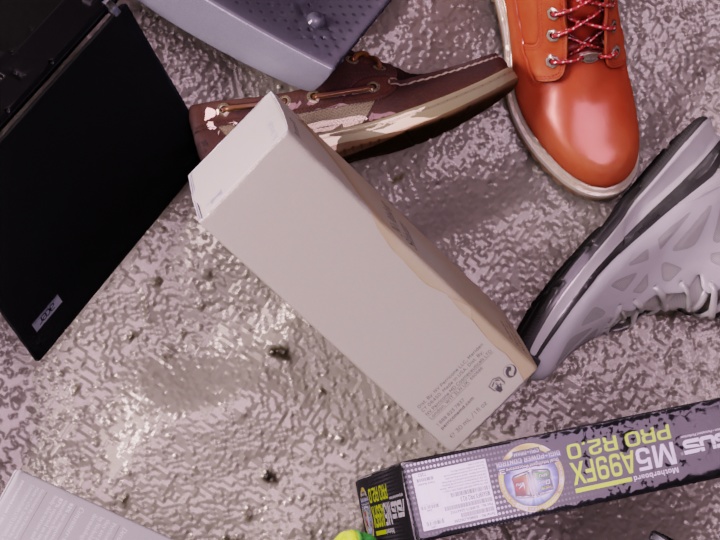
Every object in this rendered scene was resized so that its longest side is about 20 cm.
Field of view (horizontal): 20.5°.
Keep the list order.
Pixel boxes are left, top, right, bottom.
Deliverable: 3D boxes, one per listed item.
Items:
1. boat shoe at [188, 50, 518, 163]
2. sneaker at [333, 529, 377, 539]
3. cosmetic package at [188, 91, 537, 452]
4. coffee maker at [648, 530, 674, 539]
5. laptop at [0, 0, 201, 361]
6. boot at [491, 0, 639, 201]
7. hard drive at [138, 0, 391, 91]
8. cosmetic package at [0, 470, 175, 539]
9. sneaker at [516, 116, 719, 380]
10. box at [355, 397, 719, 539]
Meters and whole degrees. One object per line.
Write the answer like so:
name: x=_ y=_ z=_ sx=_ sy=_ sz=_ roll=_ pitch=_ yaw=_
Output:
boat shoe: x=-0.006 y=-0.104 z=1.193 sx=0.199 sy=0.072 sz=0.072 roll=-19 pitch=86 yaw=-5
sneaker: x=0.028 y=0.239 z=1.144 sx=0.083 sy=0.074 sz=0.201 roll=-20 pitch=96 yaw=-16
cosmetic package: x=0.000 y=0.000 z=1.126 sx=0.073 sy=0.104 sz=0.200 roll=-44 pitch=109 yaw=7
coffee maker: x=0.098 y=0.258 z=1.053 sx=0.199 sy=0.135 sz=0.193 roll=-15 pitch=92 yaw=-10
laptop: x=-0.211 y=-0.086 z=1.139 sx=0.200 sy=0.103 sz=0.177 roll=32 pitch=62 yaw=8
boot: x=0.126 y=-0.142 z=1.200 sx=0.075 sy=0.107 sz=0.201 roll=-17 pitch=86 yaw=-12
hard drive: x=-0.080 y=-0.190 z=1.176 sx=0.200 sy=0.042 sz=0.135 roll=32 pitch=45 yaw=3
cosmetic package: x=-0.116 y=0.199 z=1.086 sx=0.199 sy=0.107 sz=0.090 roll=22 pitch=60 yaw=2
sneaker: x=0.185 y=0.012 z=1.199 sx=0.115 sy=0.076 sz=0.201 roll=42 pitch=75 yaw=1
box: x=0.107 y=0.115 z=1.128 sx=0.199 sy=0.160 sz=0.044 roll=-10 pitch=82 yaw=-11
